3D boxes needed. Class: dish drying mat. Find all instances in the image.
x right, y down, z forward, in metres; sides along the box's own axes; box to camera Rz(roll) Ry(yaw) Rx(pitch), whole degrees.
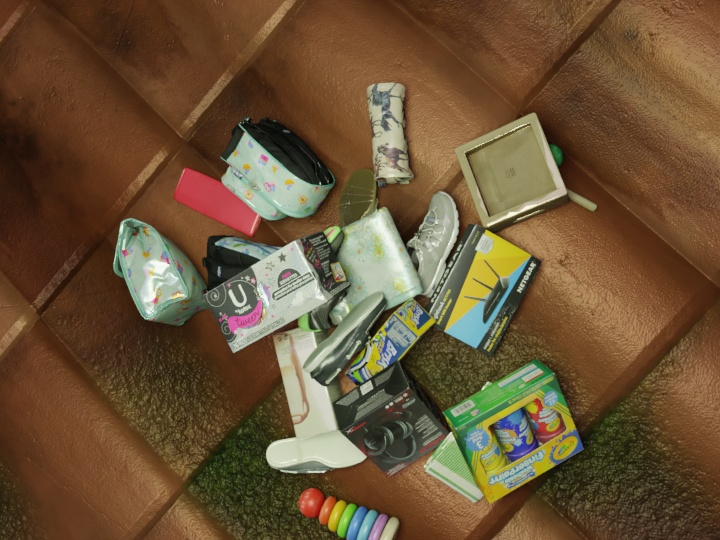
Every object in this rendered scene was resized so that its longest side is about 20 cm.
[{"bbox_3d":[-0.295,-0.144,1.356,0.198,0.018,0.078,25,92,10],"label":"dish drying mat"}]

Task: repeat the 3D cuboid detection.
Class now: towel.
[{"bbox_3d":[0.000,0.000,1.212,0.198,0.048,0.173,-24,97,24],"label":"towel"},{"bbox_3d":[0.227,0.322,1.198,0.152,0.023,0.201,36,93,-19],"label":"towel"}]

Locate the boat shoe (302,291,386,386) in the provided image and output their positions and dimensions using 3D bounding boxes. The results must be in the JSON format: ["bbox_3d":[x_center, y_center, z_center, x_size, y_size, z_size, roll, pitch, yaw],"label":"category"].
[{"bbox_3d":[-0.018,0.124,1.179,0.200,0.076,0.060,-45,103,7],"label":"boat shoe"}]

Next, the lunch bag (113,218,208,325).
[{"bbox_3d":[-0.399,-0.001,1.289,0.121,0.170,0.201,-31,81,0],"label":"lunch bag"}]

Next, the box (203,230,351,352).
[{"bbox_3d":[-0.139,0.033,1.095,0.199,0.132,0.116,-30,90,20],"label":"box"}]

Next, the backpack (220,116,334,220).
[{"bbox_3d":[-0.156,-0.184,1.255,0.199,0.176,0.154,34,110,11],"label":"backpack"}]

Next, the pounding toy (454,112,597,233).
[{"bbox_3d":[0.309,-0.168,1.199,0.198,0.142,0.186,-22,80,18],"label":"pounding toy"}]

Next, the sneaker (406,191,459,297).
[{"bbox_3d":[0.128,-0.053,1.227,0.081,0.074,0.203,12,89,-29],"label":"sneaker"}]

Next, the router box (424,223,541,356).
[{"bbox_3d":[0.224,0.036,1.208,0.148,0.051,0.202,27,93,-8],"label":"router box"}]

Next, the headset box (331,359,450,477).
[{"bbox_3d":[0.064,0.280,1.190,0.148,0.078,0.201,-33,126,7],"label":"headset box"}]

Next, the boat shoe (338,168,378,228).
[{"bbox_3d":[-0.004,-0.099,1.285,0.072,0.063,0.204,3,81,18],"label":"boat shoe"}]

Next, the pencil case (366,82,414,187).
[{"bbox_3d":[0.058,-0.268,1.263,0.077,0.089,0.203,-6,84,15],"label":"pencil case"}]

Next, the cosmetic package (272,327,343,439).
[{"bbox_3d":[-0.095,0.210,1.256,0.086,0.103,0.203,-16,82,11],"label":"cosmetic package"}]

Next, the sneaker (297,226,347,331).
[{"bbox_3d":[-0.061,0.016,1.187,0.083,0.077,0.203,11,105,-15],"label":"sneaker"}]

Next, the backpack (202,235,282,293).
[{"bbox_3d":[-0.198,0.017,1.256,0.199,0.152,0.166,10,105,50],"label":"backpack"}]

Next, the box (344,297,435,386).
[{"bbox_3d":[0.052,0.144,1.199,0.064,0.070,0.201,45,130,10],"label":"box"}]

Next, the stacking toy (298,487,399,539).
[{"bbox_3d":[-0.028,0.475,1.242,0.198,0.085,0.086,22,91,16],"label":"stacking toy"}]

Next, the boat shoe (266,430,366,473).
[{"bbox_3d":[-0.084,0.360,1.270,0.197,0.062,0.074,-3,58,-5],"label":"boat shoe"}]

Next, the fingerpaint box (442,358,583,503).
[{"bbox_3d":[0.271,0.284,1.146,0.198,0.073,0.168,-27,107,-5],"label":"fingerpaint box"}]
